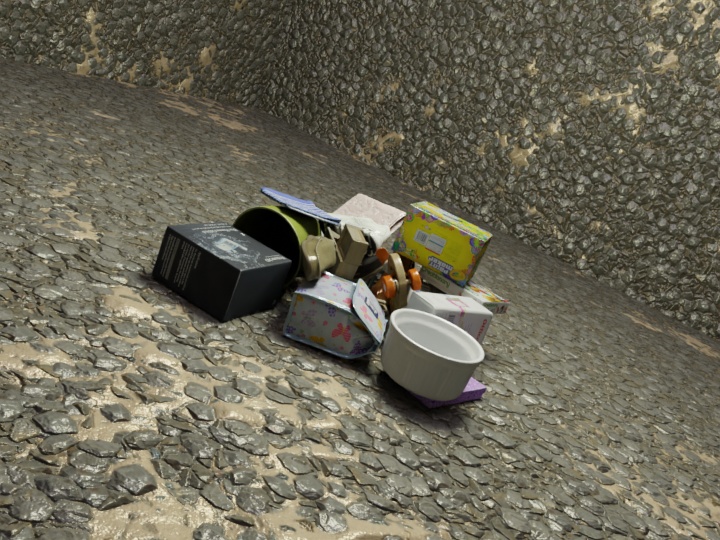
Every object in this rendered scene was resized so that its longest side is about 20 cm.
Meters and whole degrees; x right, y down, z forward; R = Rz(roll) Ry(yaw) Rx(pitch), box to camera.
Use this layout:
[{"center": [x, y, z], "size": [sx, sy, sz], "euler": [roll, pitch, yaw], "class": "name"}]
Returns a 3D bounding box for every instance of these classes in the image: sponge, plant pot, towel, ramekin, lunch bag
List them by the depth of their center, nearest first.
[{"center": [0.134, 0.167, 1.457], "size": [0.197, 0.099, 0.201], "euler": [20, 18, -7], "class": "ramekin"}, {"center": [0.164, 0.231, 1.524], "size": [0.111, 0.030, 0.198], "euler": [35, 20, 36], "class": "sponge"}, {"center": [-0.041, 0.088, 1.528], "size": [0.197, 0.129, 0.170], "euler": [22, 20, 2], "class": "lunch bag"}, {"center": [-0.140, -0.150, 1.701], "size": [0.143, 0.024, 0.200], "euler": [17, 7, -28], "class": "towel"}, {"center": [-0.172, -0.071, 1.706], "size": [0.185, 0.190, 0.200], "euler": [26, 23, 15], "class": "plant pot"}, {"center": [-0.009, -0.112, 1.837], "size": [0.190, 0.033, 0.199], "euler": [-37, 39, -21], "class": "towel"}]

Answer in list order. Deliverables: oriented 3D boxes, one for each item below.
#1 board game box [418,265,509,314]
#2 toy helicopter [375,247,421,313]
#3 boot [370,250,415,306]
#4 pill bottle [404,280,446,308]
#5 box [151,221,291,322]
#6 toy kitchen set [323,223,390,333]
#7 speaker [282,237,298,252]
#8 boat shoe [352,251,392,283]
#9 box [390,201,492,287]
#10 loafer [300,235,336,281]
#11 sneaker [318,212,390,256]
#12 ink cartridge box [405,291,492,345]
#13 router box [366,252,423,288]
[{"center": [0.250, 0.045, 1.804], "size": [0.199, 0.035, 0.125], "euler": [33, 17, 36], "class": "board game box"}, {"center": [0.077, 0.037, 1.679], "size": [0.077, 0.202, 0.134], "euler": [-14, 53, -10], "class": "toy helicopter"}, {"center": [0.072, 0.022, 1.835], "size": [0.076, 0.157, 0.199], "euler": [32, 19, 31], "class": "boot"}, {"center": [0.196, 0.102, 1.823], "size": [0.197, 0.115, 0.114], "euler": [21, 16, -7], "class": "pill bottle"}, {"center": [-0.282, -0.004, 1.526], "size": [0.198, 0.119, 0.196], "euler": [29, 18, 19], "class": "box"}, {"center": [0.000, 0.000, 1.697], "size": [0.178, 0.202, 0.164], "euler": [15, 25, -23], "class": "toy kitchen set"}, {"center": [-0.126, -0.035, 1.884], "size": [0.197, 0.090, 0.088], "euler": [13, 18, -30], "class": "speaker"}, {"center": [-0.009, -0.011, 1.791], "size": [0.074, 0.198, 0.074], "euler": [61, 35, -7], "class": "boat shoe"}, {"center": [0.204, -0.071, 1.819], "size": [0.198, 0.124, 0.192], "euler": [27, 14, 11], "class": "box"}, {"center": [-0.085, -0.034, 1.539], "size": [0.066, 0.077, 0.200], "euler": [-6, 19, 2], "class": "loafer"}, {"center": [-0.016, -0.094, 1.742], "size": [0.198, 0.076, 0.081], "euler": [22, 45, 35], "class": "sneaker"}, {"center": [0.183, 0.135, 1.644], "size": [0.198, 0.147, 0.084], "euler": [8, 19, -39], "class": "ink cartridge box"}, {"center": [0.058, -0.001, 2.057], "size": [0.198, 0.063, 0.150], "euler": [7, 23, -42], "class": "router box"}]
